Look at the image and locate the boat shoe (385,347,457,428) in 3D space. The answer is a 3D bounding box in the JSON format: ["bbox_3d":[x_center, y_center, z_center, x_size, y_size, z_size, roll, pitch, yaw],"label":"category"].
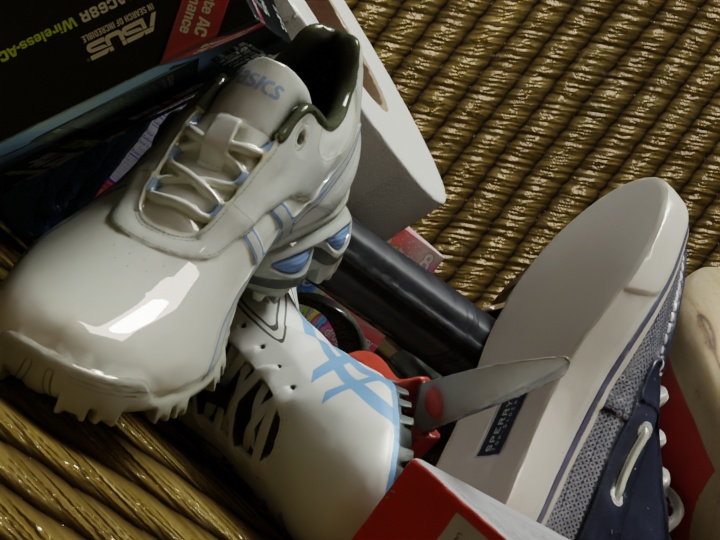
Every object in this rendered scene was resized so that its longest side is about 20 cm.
[{"bbox_3d":[0.078,0.103,1.243,0.200,0.064,0.071,36,4,-35],"label":"boat shoe"}]

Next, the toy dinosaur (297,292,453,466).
[{"bbox_3d":[0.031,0.088,1.030,0.199,0.077,0.102,33,-8,-2],"label":"toy dinosaur"}]

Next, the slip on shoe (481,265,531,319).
[{"bbox_3d":[0.071,0.038,1.135,0.060,0.077,0.200,15,11,-9],"label":"slip on shoe"}]

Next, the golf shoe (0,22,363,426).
[{"bbox_3d":[-0.056,-0.024,0.795,0.078,0.098,0.200,25,29,10],"label":"golf shoe"}]

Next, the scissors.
[{"bbox_3d":[0.020,0.040,0.831,0.200,0.014,0.074,126,-45,-59],"label":"scissors"}]

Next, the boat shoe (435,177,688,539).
[{"bbox_3d":[0.092,0.066,0.960,0.093,0.201,0.074,44,-27,-27],"label":"boat shoe"}]

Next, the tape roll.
[{"bbox_3d":[-0.031,-0.103,1.033,0.203,0.037,0.203,57,9,-13],"label":"tape roll"}]

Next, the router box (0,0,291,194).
[{"bbox_3d":[-0.105,-0.073,0.820,0.200,0.149,0.062,-50,114,-87],"label":"router box"}]

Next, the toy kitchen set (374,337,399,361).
[{"bbox_3d":[-0.034,-0.050,1.245,0.180,0.163,0.200,40,4,25],"label":"toy kitchen set"}]

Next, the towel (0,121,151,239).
[{"bbox_3d":[-0.168,-0.108,1.020,0.200,0.112,0.048,40,9,27],"label":"towel"}]

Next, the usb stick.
[{"bbox_3d":[0.000,0.000,0.968,0.200,0.033,0.055,36,0,-34],"label":"usb stick"}]

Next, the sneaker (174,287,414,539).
[{"bbox_3d":[-0.038,0.042,0.859,0.072,0.072,0.200,11,19,-28],"label":"sneaker"}]

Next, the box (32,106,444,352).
[{"bbox_3d":[-0.069,-0.029,1.108,0.200,0.103,0.095,34,5,-45],"label":"box"}]

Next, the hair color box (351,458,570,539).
[{"bbox_3d":[0.077,0.136,0.790,0.111,0.064,0.200,39,4,33],"label":"hair color box"}]

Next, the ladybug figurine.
[{"bbox_3d":[0.164,0.079,1.020,0.136,0.072,0.200,42,23,-26],"label":"ladybug figurine"}]
